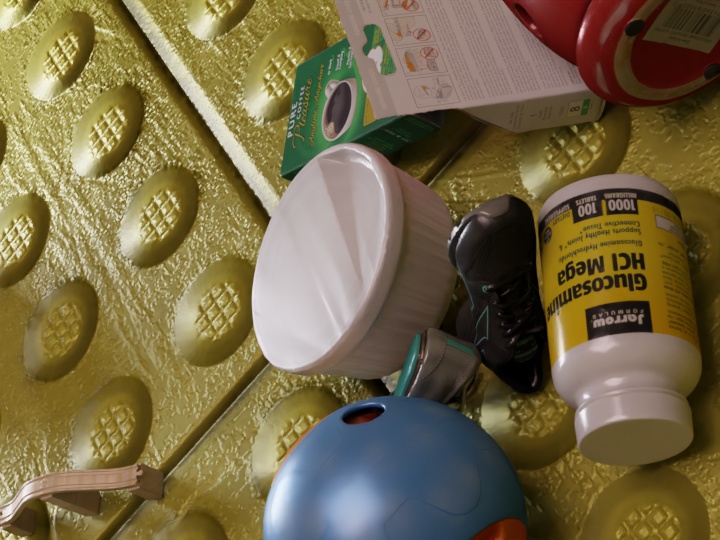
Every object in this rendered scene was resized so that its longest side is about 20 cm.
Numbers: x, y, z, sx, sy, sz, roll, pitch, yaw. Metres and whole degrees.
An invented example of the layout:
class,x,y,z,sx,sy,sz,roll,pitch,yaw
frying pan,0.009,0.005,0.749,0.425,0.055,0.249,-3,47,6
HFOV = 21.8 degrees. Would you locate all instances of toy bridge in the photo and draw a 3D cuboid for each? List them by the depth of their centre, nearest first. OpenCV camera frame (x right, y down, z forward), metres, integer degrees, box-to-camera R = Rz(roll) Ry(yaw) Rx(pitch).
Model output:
class,x,y,z,sx,sy,sz,roll,pitch,yaw
toy bridge,-0.275,0.212,1.771,0.199,0.067,0.027,-20,56,35

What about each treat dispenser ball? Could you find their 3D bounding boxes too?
class,x,y,z,sx,sy,sz,roll,pitch,yaw
treat dispenser ball,0.026,0.195,1.409,0.200,0.201,0.202,-21,56,33

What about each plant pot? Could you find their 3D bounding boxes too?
class,x,y,z,sx,sy,sz,roll,pitch,yaw
plant pot,0.215,-0.240,1.478,0.200,0.200,0.183,-42,53,18

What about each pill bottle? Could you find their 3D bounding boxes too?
class,x,y,z,sx,sy,sz,roll,pitch,yaw
pill bottle,0.195,0.038,1.403,0.112,0.112,0.201,-24,54,32

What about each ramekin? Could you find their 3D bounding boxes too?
class,x,y,z,sx,sy,sz,roll,pitch,yaw
ramekin,0.000,0.000,1.588,0.202,0.094,0.203,-32,49,47

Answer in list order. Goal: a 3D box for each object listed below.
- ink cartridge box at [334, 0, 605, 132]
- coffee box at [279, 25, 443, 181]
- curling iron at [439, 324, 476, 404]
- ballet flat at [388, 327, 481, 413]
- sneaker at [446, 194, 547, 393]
class,x,y,z,sx,sy,sz,roll,pitch,yaw
ink cartridge box,0.088,-0.182,1.580,0.199,0.050,0.161,-10,51,-10
coffee box,0.004,-0.158,1.697,0.200,0.044,0.124,-24,53,50
curling iron,0.069,0.023,1.588,0.049,0.025,0.201,-29,52,37
ballet flat,0.044,0.120,1.518,0.200,0.063,0.068,118,164,-49
sneaker,0.117,0.019,1.449,0.075,0.200,0.079,-25,55,-11
